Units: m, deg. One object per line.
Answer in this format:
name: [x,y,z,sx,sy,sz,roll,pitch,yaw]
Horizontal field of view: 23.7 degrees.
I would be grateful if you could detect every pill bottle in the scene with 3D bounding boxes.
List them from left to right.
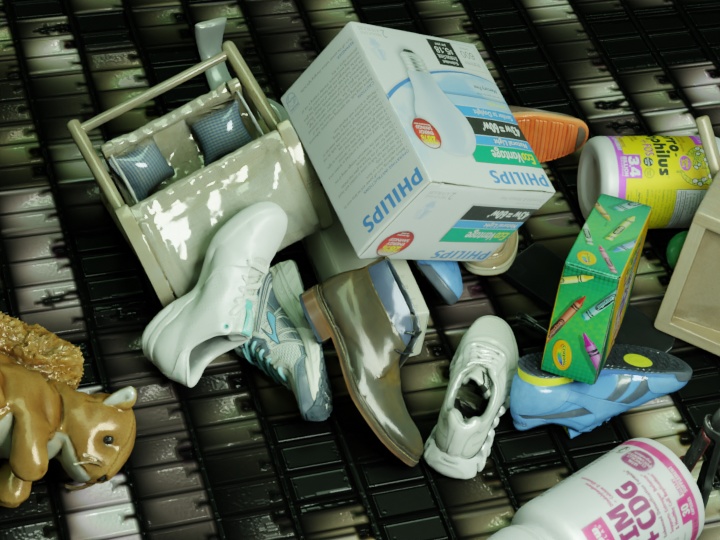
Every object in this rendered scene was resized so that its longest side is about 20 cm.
pill bottle: [0.208,0.244,1.566,0.199,0.114,0.113,-27,56,-30]
pill bottle: [0.351,-0.099,1.922,0.198,0.105,0.105,-1,47,-11]

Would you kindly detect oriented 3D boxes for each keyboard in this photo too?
keyboard: [0.228,0.051,1.818,0.200,0.021,0.127,36,45,24]

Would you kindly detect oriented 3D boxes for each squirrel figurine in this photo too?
squirrel figurine: [-0.301,0.118,1.588,0.185,0.142,0.201,4,48,-15]

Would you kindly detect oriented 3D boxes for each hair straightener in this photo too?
hair straightener: [0.336,0.177,1.592,0.076,0.201,0.041,12,46,-1]

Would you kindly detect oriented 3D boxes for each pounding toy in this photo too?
pounding toy: [0.403,-0.024,1.800,0.199,0.185,0.142,24,39,13]

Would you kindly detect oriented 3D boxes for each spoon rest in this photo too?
spoon rest: [-0.138,-0.196,1.974,0.099,0.061,0.201,-16,65,-22]

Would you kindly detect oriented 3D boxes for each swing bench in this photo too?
swing bench: [-0.165,-0.097,1.772,0.198,0.130,0.200,-29,52,-9]

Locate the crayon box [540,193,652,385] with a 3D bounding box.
crayon box: [0.238,0.015,1.720,0.058,0.120,0.200,16,27,13]

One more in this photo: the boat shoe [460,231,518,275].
boat shoe: [0.138,-0.080,1.884,0.073,0.069,0.201,-1,43,4]

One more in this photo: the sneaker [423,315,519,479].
sneaker: [0.119,0.111,1.701,0.075,0.081,0.201,14,45,6]

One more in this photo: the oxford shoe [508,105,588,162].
oxford shoe: [0.164,-0.173,1.986,0.198,0.072,0.073,3,41,-7]

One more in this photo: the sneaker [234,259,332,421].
sneaker: [-0.083,0.080,1.713,0.086,0.078,0.201,-16,44,-5]

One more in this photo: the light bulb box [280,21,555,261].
light bulb box: [0.058,-0.125,1.730,0.197,0.125,0.201,1,54,-46]

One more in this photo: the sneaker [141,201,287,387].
sneaker: [-0.125,0.028,1.688,0.200,0.075,0.088,-53,49,1]

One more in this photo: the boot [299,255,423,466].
boot: [0.029,0.085,1.658,0.097,0.075,0.201,-32,85,10]

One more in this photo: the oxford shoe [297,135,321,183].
oxford shoe: [-0.011,-0.140,1.881,0.058,0.076,0.200,36,25,20]

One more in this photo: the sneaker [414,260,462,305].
sneaker: [0.076,-0.053,1.837,0.078,0.066,0.201,-28,51,3]

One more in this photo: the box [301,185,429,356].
box: [0.000,0.000,1.793,0.082,0.069,0.201,-8,48,-16]

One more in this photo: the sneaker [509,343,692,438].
sneaker: [0.240,0.123,1.727,0.199,0.079,0.066,-4,23,-22]
